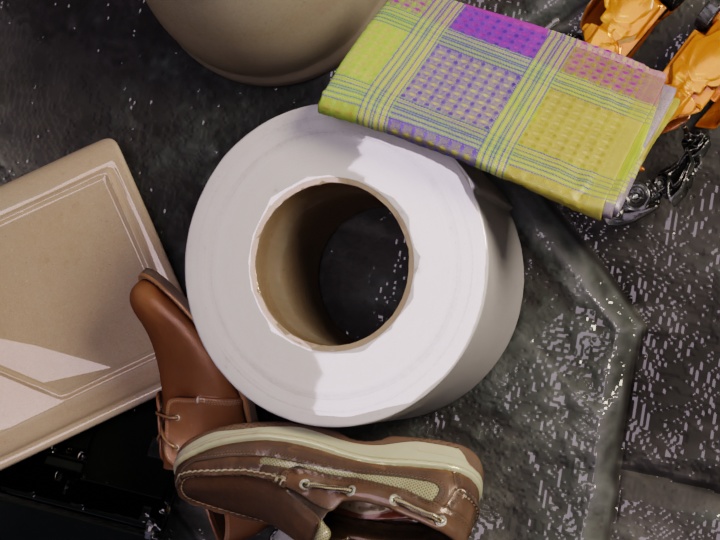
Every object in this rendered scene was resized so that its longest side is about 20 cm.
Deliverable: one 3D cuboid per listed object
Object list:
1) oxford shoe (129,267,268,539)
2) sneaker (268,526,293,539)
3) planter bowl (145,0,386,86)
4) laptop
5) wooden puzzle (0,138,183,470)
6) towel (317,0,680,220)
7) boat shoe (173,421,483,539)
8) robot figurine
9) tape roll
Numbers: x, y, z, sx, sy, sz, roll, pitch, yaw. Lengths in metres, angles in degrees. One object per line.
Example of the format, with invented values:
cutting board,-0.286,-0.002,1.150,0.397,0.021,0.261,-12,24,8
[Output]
oxford shoe,-0.112,0.095,0.972,0.071,0.071,0.201,-29,100,-22
sneaker,-0.037,0.203,0.938,0.079,0.200,0.074,21,127,26
planter bowl,-0.080,-0.239,0.990,0.198,0.135,0.203,-1,86,17
laptop,-0.204,0.165,1.063,0.175,0.104,0.202,10,64,16
wooden puzzle,-0.226,0.024,1.046,0.184,0.037,0.201,-25,74,-4
towel,0.088,-0.106,0.884,0.198,0.023,0.144,22,48,12
boat shoe,-0.025,0.144,0.898,0.200,0.075,0.075,-1,48,13
robot figurine,0.186,-0.127,0.945,0.145,0.058,0.200,41,97,15
tape roll,0.000,0.000,0.948,0.201,0.139,0.205,-1,86,17
